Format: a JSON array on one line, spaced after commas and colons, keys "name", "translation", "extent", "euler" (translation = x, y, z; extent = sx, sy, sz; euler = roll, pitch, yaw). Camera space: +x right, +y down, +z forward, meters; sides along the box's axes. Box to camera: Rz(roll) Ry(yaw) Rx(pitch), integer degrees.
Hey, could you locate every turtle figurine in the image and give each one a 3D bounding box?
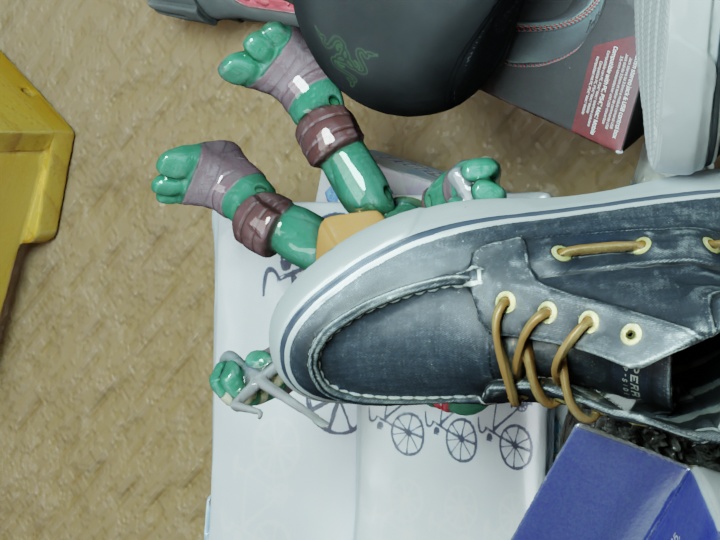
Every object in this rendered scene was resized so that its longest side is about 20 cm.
[{"name": "turtle figurine", "translation": [0.000, 0.000, 0.874], "extent": [0.150, 0.101, 0.200], "euler": [-45, 62, 10]}]

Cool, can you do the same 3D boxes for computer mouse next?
[{"name": "computer mouse", "translation": [0.022, -0.137, 0.768], "extent": [0.138, 0.053, 0.201], "euler": [32, 126, 15]}]

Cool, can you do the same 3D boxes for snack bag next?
[{"name": "snack bag", "translation": [0.002, 0.056, 0.950], "extent": [0.199, 0.021, 0.190], "euler": [4, 94, 38]}]

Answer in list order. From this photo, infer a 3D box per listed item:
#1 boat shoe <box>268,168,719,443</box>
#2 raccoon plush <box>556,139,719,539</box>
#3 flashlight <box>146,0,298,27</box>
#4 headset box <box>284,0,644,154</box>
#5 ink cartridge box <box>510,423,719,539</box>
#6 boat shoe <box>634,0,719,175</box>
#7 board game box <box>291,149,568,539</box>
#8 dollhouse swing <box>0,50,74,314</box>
[{"name": "boat shoe", "translation": [0.069, 0.021, 0.740], "extent": [0.091, 0.199, 0.071], "euler": [-105, 2, -56]}, {"name": "raccoon plush", "translation": [0.154, 0.058, 0.826], "extent": [0.133, 0.097, 0.201], "euler": [14, 101, -2]}, {"name": "flashlight", "translation": [-0.022, -0.138, 0.981], "extent": [0.199, 0.068, 0.068], "euler": [15, 103, 36]}, {"name": "headset box", "translation": [0.064, -0.149, 0.817], "extent": [0.199, 0.075, 0.149], "euler": [27, 125, 19]}, {"name": "ink cartridge box", "translation": [0.134, 0.170, 0.804], "extent": [0.199, 0.047, 0.198], "euler": [18, 124, -9]}, {"name": "boat shoe", "translation": [0.133, -0.118, 0.709], "extent": [0.072, 0.070, 0.201], "euler": [-95, 7, -53]}, {"name": "board game box", "translation": [0.051, 0.065, 0.953], "extent": [0.199, 0.043, 0.200], "euler": [20, 105, 36]}, {"name": "dollhouse swing", "translation": [-0.281, -0.033, 1.111], "extent": [0.182, 0.199, 0.176], "euler": [45, 119, 27]}]
